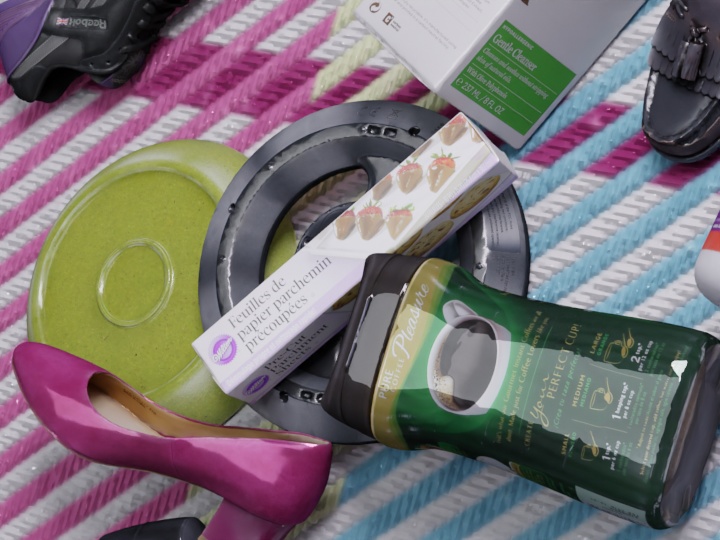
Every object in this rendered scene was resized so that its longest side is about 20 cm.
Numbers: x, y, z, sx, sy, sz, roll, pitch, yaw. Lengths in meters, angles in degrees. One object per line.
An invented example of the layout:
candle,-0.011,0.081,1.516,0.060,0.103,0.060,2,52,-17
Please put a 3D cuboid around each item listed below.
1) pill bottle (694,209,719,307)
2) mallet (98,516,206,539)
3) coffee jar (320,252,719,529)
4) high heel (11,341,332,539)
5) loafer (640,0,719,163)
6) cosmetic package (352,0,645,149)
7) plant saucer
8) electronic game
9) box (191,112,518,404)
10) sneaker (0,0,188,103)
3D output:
pill bottle,0.252,-0.059,1.163,0.112,0.112,0.200,23,87,35
mallet,-0.102,0.237,1.336,0.066,0.041,0.200,-22,68,22
coffee jar,0.083,0.059,1.224,0.200,0.085,0.104,16,85,22
high heel,-0.108,0.080,1.336,0.200,0.067,0.096,39,116,18
loafer,0.200,-0.156,1.257,0.072,0.063,0.200,30,91,35
cosmetic package,0.105,-0.180,1.299,0.200,0.108,0.085,-49,56,10
plant saucer,-0.130,0.011,1.428,0.200,0.031,0.200,-10,70,28
electronic game,0.000,0.000,1.338,0.200,0.042,0.200,-6,75,21
box,-0.003,-0.005,1.295,0.200,0.041,0.039,-40,66,7
sneaker,-0.142,-0.162,1.480,0.200,0.076,0.088,-19,80,30
